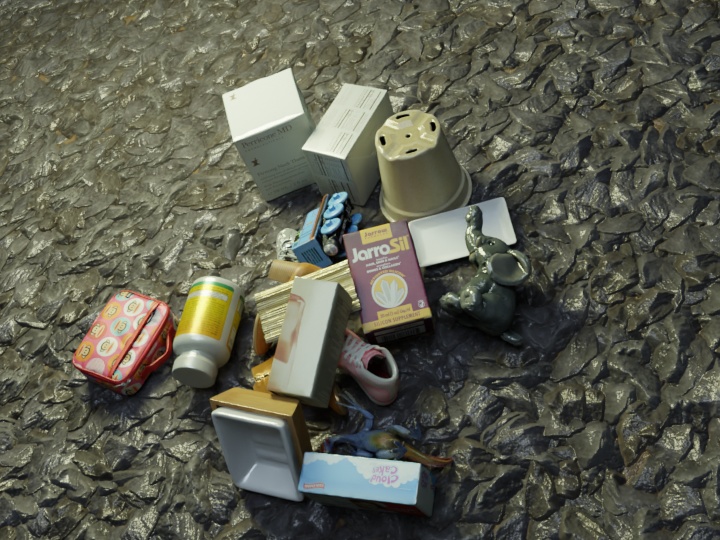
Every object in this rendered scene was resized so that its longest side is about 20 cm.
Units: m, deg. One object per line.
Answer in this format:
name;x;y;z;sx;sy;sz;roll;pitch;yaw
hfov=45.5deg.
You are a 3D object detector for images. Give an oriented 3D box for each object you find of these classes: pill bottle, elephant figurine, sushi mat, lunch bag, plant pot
pill bottle;-0.300;0.122;1.675;0.112;0.113;0.201;-2;55;17
elephant figurine;0.242;0.005;1.560;0.141;0.155;0.201;11;65;51
sushi mat;-0.099;0.058;1.565;0.199;0.012;0.096;-21;80;16
lunch bag;-0.462;0.149;1.736;0.175;0.082;0.201;16;63;23
plant pot;0.114;-0.214;1.740;0.199;0.184;0.201;-9;53;12

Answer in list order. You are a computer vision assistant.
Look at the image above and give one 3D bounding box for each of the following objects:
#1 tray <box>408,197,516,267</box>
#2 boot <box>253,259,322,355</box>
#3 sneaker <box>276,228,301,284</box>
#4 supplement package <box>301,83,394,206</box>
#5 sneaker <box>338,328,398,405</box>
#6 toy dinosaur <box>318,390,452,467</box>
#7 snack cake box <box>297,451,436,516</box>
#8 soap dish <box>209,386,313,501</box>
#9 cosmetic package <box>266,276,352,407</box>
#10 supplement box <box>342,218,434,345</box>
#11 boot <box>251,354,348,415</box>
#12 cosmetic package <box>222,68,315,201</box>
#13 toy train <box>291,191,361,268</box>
tray;0.200;-0.072;1.700;0.199;0.022;0.108;-15;64;8
boot;-0.117;0.085;1.627;0.143;0.071;0.202;17;104;10
sneaker;-0.134;-0.018;1.742;0.074;0.082;0.201;-20;51;3
supplement package;-0.014;-0.270;1.842;0.110;0.156;0.200;16;61;27
sneaker;-0.006;0.146;1.527;0.200;0.105;0.075;42;65;17
toy dinosaur;0.019;0.306;1.459;0.181;0.200;0.105;-26;24;51
snack cake box;0.012;0.348;1.395;0.199;0.115;0.068;2;65;19
soap dish;-0.158;0.292;1.457;0.157;0.201;0.081;7;38;23
cosmetic package;-0.085;0.123;1.471;0.087;0.103;0.201;9;73;18
supplement box;0.054;0.024;1.598;0.130;0.103;0.201;-15;68;3
boot;-0.116;0.222;1.570;0.144;0.071;0.201;-30;43;-4
cosmetic package;-0.182;-0.297;1.891;0.167;0.200;0.167;-21;51;4
toy train;-0.068;-0.083;1.740;0.114;0.087;0.200;-23;29;21
